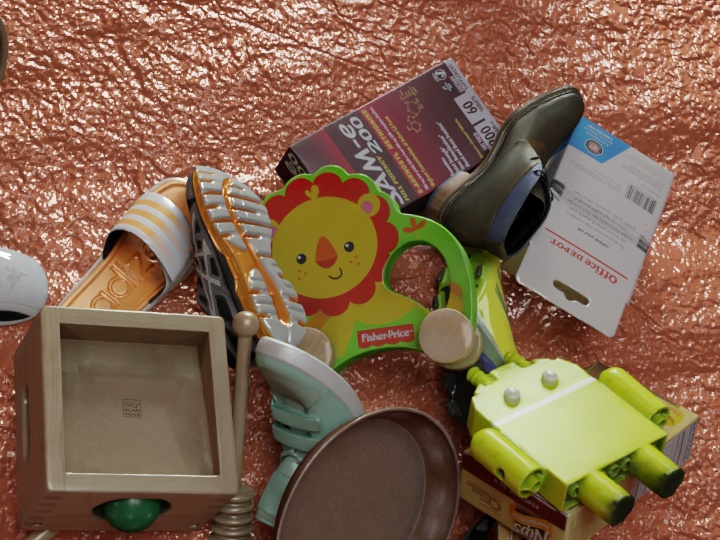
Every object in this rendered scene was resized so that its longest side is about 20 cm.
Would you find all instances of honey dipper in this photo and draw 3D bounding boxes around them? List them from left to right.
[{"bbox_3d":[-0.104,0.132,1.361,0.038,0.038,0.200,0,101,-17],"label":"honey dipper"}]

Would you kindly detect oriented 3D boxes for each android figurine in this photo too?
[{"bbox_3d":[0.174,0.135,1.388,0.182,0.041,0.200,-19,44,-32],"label":"android figurine"}]

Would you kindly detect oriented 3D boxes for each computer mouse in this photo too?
[{"bbox_3d":[-0.365,0.005,1.384,0.200,0.044,0.110,0,68,-17],"label":"computer mouse"}]

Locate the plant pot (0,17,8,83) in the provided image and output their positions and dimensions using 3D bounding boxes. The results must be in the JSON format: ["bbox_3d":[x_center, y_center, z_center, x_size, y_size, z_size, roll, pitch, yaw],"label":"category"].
[{"bbox_3d":[-0.430,-0.202,1.384,0.200,0.200,0.174,-33,64,-26],"label":"plant pot"}]

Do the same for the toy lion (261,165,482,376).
[{"bbox_3d":[0.000,0.000,1.441,0.200,0.069,0.192,-7,79,13],"label":"toy lion"}]

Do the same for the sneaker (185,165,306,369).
[{"bbox_3d":[-0.117,-0.004,1.418,0.078,0.077,0.200,10,49,-44],"label":"sneaker"}]

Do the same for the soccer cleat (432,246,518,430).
[{"bbox_3d":[0.116,0.062,1.512,0.084,0.065,0.200,25,55,-40],"label":"soccer cleat"}]

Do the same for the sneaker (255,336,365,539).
[{"bbox_3d":[-0.052,0.151,1.358,0.118,0.074,0.201,-51,133,-22],"label":"sneaker"}]

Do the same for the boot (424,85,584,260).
[{"bbox_3d":[0.161,-0.087,1.515,0.200,0.075,0.097,-44,45,-12],"label":"boot"}]

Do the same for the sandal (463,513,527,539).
[{"bbox_3d":[0.113,0.242,1.416,0.200,0.082,0.055,-33,104,-19],"label":"sandal"}]

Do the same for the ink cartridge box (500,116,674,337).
[{"bbox_3d":[0.211,-0.032,1.557,0.116,0.068,0.200,31,60,-9],"label":"ink cartridge box"}]

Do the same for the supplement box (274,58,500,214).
[{"bbox_3d":[0.032,-0.108,1.544,0.200,0.061,0.109,-31,81,-25],"label":"supplement box"}]

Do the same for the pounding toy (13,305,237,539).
[{"bbox_3d":[-0.213,0.151,1.337,0.184,0.142,0.200,4,63,-24],"label":"pounding toy"}]

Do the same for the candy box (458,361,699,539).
[{"bbox_3d":[0.194,0.163,1.434,0.115,0.055,0.200,30,41,33],"label":"candy box"}]

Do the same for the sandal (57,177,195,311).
[{"bbox_3d":[-0.195,-0.003,1.431,0.079,0.059,0.207,36,63,-1],"label":"sandal"}]

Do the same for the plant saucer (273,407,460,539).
[{"bbox_3d":[0.000,0.204,1.354,0.200,0.034,0.201,-16,115,-38],"label":"plant saucer"}]
